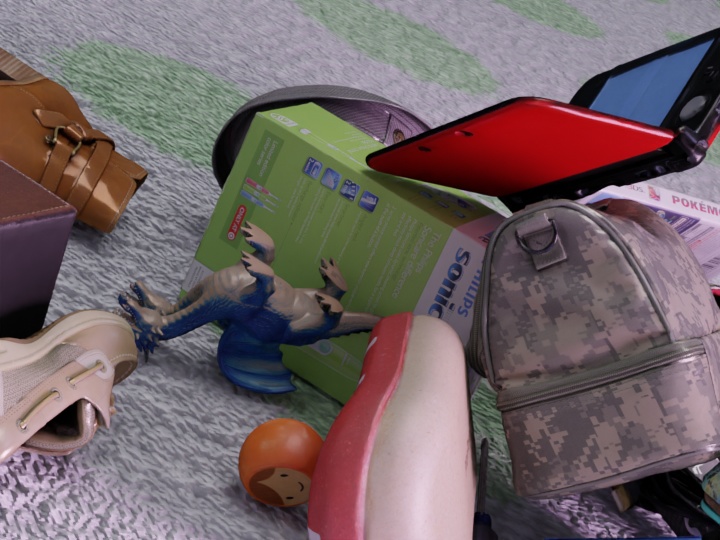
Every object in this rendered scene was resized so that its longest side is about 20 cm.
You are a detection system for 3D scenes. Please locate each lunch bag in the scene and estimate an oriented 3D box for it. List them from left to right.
[{"bbox_3d":[0.149,0.038,1.110,0.139,0.169,0.200,-16,-4,20],"label":"lunch bag"}]

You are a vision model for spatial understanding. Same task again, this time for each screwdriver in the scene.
[{"bbox_3d":[0.075,0.142,1.118,0.028,0.029,0.200,24,25,-3],"label":"screwdriver"}]

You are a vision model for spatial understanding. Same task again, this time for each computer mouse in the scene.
[{"bbox_3d":[0.211,0.162,1.080,0.140,0.046,0.200,30,19,8],"label":"computer mouse"}]

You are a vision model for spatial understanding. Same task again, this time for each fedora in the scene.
[{"bbox_3d":[-0.019,-0.048,1.355,0.200,0.176,0.091,47,36,-46],"label":"fedora"}]

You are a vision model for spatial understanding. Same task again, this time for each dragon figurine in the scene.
[{"bbox_3d":[-0.057,0.037,1.158,0.199,0.100,0.059,23,32,-23],"label":"dragon figurine"}]

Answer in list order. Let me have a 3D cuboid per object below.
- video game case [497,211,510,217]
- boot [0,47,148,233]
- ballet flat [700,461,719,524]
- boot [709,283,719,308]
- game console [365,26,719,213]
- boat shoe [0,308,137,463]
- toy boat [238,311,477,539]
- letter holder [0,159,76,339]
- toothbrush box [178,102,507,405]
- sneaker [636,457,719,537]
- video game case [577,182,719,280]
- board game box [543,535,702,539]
[{"bbox_3d":[0.188,0.055,1.355,0.200,0.023,0.182,40,-8,35],"label":"video game case"},{"bbox_3d":[-0.232,-0.071,1.243,0.154,0.074,0.200,39,35,-6],"label":"boot"},{"bbox_3d":[0.262,0.130,1.078,0.074,0.074,0.200,36,8,28],"label":"ballet flat"},{"bbox_3d":[0.269,0.068,1.371,0.203,0.074,0.154,38,-7,-18],"label":"boot"},{"bbox_3d":[0.128,-0.108,1.136,0.119,0.173,0.200,42,-24,-17],"label":"game console"},{"bbox_3d":[-0.166,0.069,0.973,0.065,0.072,0.200,51,15,8],"label":"boat shoe"},{"bbox_3d":[-0.005,0.108,1.026,0.130,0.131,0.200,-4,18,8],"label":"toy boat"},{"bbox_3d":[-0.276,-0.009,0.960,0.142,0.101,0.200,33,26,26],"label":"letter holder"},{"bbox_3d":[0.000,0.000,1.222,0.199,0.146,0.086,31,21,18],"label":"toothbrush box"},{"bbox_3d":[0.214,0.140,1.234,0.066,0.091,0.200,-31,74,-20],"label":"sneaker"},{"bbox_3d":[0.192,-0.010,1.440,0.181,0.200,0.023,13,60,-30],"label":"video game case"},{"bbox_3d":[0.205,0.228,1.041,0.151,0.045,0.200,7,26,-42],"label":"board game box"}]
